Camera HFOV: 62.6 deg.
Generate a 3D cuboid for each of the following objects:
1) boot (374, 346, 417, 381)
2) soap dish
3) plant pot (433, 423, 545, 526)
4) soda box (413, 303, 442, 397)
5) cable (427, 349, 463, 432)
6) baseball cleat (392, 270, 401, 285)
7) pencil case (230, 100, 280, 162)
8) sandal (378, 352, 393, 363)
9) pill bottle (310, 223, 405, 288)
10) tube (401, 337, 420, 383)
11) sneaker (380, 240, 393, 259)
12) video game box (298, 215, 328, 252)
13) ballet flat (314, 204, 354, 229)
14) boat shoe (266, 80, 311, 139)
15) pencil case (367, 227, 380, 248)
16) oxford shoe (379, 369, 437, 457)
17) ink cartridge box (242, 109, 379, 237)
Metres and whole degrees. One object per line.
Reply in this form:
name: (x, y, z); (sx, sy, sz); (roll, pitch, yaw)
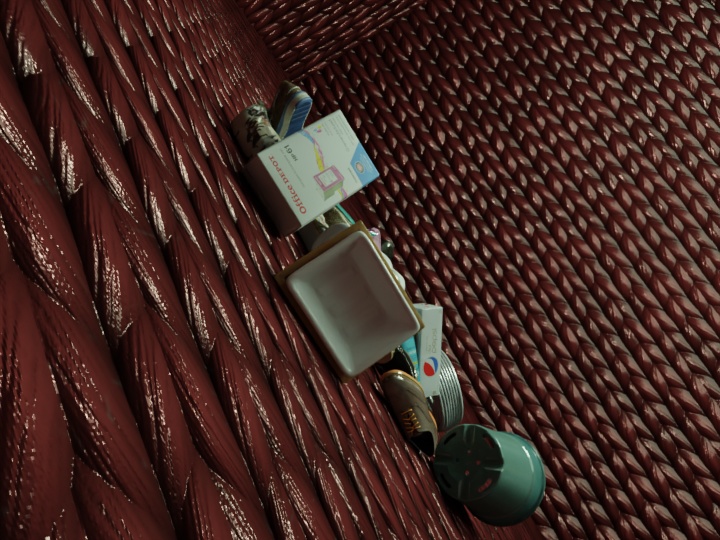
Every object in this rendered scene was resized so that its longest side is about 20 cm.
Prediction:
boot: (0.030, 0.137, 1.163); (0.200, 0.073, 0.151); (59, 4, 31)
soap dish: (-0.017, 0.047, 0.912); (0.200, 0.157, 0.081); (58, -10, -12)
plant pot: (0.257, 0.413, 1.229); (0.196, 0.200, 0.200); (41, 19, -48)
soda box: (0.135, 0.177, 1.316); (0.068, 0.064, 0.200); (9, -80, 54)
cable: (0.184, 0.286, 1.423); (0.200, 0.069, 0.200); (95, -20, -56)
baseball cleat: (0.011, 0.063, 1.052); (0.200, 0.070, 0.107); (-25, -86, 58)
pencil case: (-0.175, -0.226, 1.142); (0.200, 0.089, 0.078); (60, 6, 5)
sandal: (-0.035, 0.090, 1.012); (0.212, 0.078, 0.070); (53, 38, -1)
pill bottle: (0.000, 0.000, 1.205); (0.200, 0.114, 0.114); (37, 20, -42)
tube: (0.095, 0.176, 1.264); (0.077, 0.050, 0.200); (-8, 90, -59)
sneaker: (0.018, -0.036, 1.580); (0.114, 0.076, 0.200); (54, -29, 17)
video game box: (-0.095, -0.128, 1.310); (0.200, 0.047, 0.182); (61, 26, 11)
ballet flat: (-0.095, -0.146, 1.201); (0.200, 0.065, 0.071); (51, 8, -3)
boat shoe: (-0.162, -0.302, 1.214); (0.072, 0.200, 0.072); (-30, 76, -43)
pencil case: (0.027, -0.003, 1.458); (0.087, 0.087, 0.200); (-55, 133, -83)
oxford shoe: (0.099, 0.271, 1.125); (0.200, 0.071, 0.073); (57, 12, -26)
ink cartridge box: (-0.088, -0.175, 1.063); (0.145, 0.200, 0.085); (57, -29, -8)
